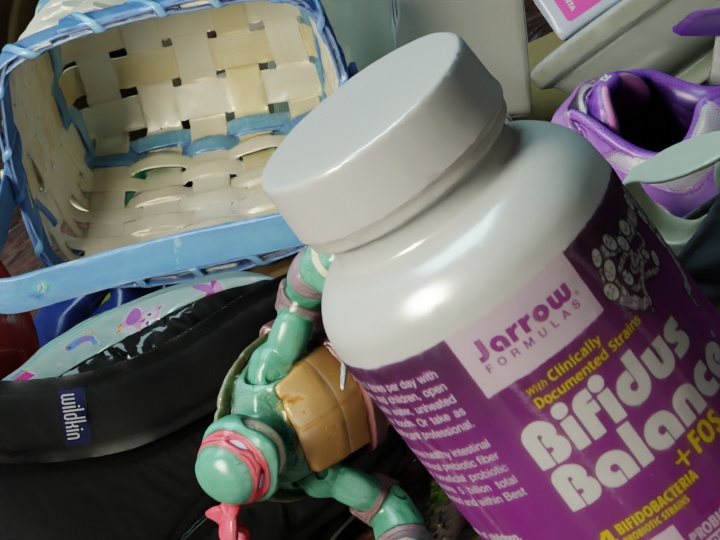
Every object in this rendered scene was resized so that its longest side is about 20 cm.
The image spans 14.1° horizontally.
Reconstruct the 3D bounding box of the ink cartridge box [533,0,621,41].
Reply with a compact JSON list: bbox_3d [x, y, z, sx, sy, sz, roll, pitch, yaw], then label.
[{"bbox_3d":[0.172,-0.177,1.381,0.200,0.042,0.119,-37,-3,9],"label":"ink cartridge box"}]

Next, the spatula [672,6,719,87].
[{"bbox_3d":[0.146,-0.074,1.207,0.200,0.056,0.021,106,162,-68],"label":"spatula"}]

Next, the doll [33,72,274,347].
[{"bbox_3d":[-0.103,-0.009,1.387,0.136,0.048,0.200,17,68,53],"label":"doll"}]

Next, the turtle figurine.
[{"bbox_3d":[-0.002,0.045,1.119,0.100,0.150,0.200,2,28,37],"label":"turtle figurine"}]

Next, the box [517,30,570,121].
[{"bbox_3d":[0.051,-0.062,1.496,0.200,0.021,0.164,-23,23,41],"label":"box"}]

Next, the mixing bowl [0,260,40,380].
[{"bbox_3d":[-0.211,0.055,1.275,0.108,0.200,0.200,27,57,22],"label":"mixing bowl"}]

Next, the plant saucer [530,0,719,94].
[{"bbox_3d":[0.172,-0.125,1.318,0.200,0.050,0.200,-34,-1,-1],"label":"plant saucer"}]

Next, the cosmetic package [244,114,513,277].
[{"bbox_3d":[0.000,0.000,1.362,0.200,0.071,0.105,-16,28,50],"label":"cosmetic package"}]

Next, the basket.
[{"bbox_3d":[-0.075,-0.055,1.274,0.176,0.139,0.200,-11,27,7],"label":"basket"}]

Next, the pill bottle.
[{"bbox_3d":[0.058,0.022,0.982,0.112,0.200,0.112,-34,18,13],"label":"pill bottle"}]

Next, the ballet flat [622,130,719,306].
[{"bbox_3d":[0.116,-0.007,1.090,0.200,0.073,0.073,-39,11,52],"label":"ballet flat"}]

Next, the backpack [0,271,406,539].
[{"bbox_3d":[-0.085,0.079,1.209,0.200,0.167,0.127,-35,16,-14],"label":"backpack"}]

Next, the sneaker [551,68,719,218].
[{"bbox_3d":[0.099,-0.040,1.191,0.200,0.089,0.081,-9,34,38],"label":"sneaker"}]

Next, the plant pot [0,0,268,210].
[{"bbox_3d":[-0.114,-0.140,1.783,0.200,0.200,0.174,-33,3,17],"label":"plant pot"}]

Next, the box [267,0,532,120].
[{"bbox_3d":[0.015,-0.101,1.425,0.068,0.082,0.200,-5,0,-19],"label":"box"}]
